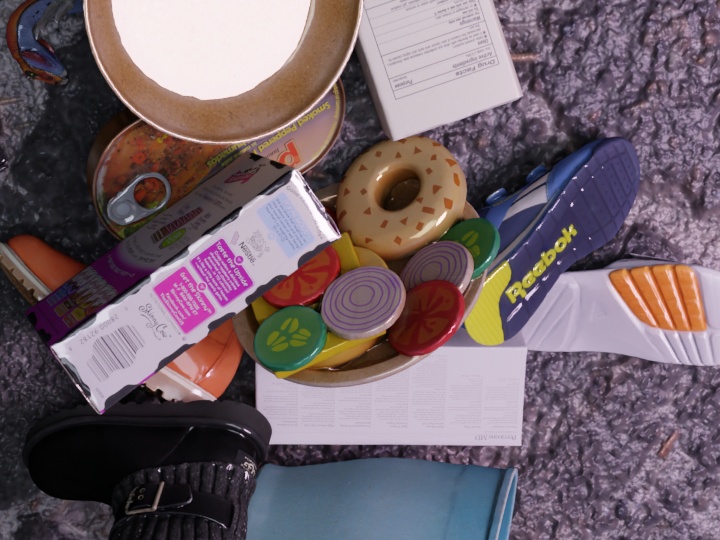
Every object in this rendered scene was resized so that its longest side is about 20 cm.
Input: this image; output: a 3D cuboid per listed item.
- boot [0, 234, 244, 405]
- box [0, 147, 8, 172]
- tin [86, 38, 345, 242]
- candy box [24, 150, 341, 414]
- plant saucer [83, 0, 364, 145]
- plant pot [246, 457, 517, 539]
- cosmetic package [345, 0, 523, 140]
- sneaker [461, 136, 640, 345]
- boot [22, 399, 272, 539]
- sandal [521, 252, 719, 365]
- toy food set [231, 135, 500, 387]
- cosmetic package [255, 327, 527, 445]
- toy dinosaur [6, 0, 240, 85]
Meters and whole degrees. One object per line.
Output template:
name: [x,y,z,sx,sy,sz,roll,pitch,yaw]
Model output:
boot: [-0.171,0.017,1.372,0.200,0.075,0.107,34,81,-8]
box: [-0.363,-0.120,1.299,0.160,0.044,0.200,-34,103,-31]
tin: [-0.105,-0.094,1.346,0.200,0.042,0.112,-33,120,-4]
candy box: [-0.124,0.004,1.269,0.200,0.136,0.061,-37,107,-8]
plant saucer: [-0.095,-0.187,1.265,0.200,0.035,0.200,-7,107,-23]
plant pot: [0.004,0.225,1.366,0.188,0.200,0.200,11,99,9]
cosmetic package: [0.035,-0.204,1.341,0.105,0.071,0.200,-18,101,-2]
sneaker: [0.125,-0.034,1.378,0.200,0.082,0.074,-41,126,-19]
boot: [-0.167,0.175,1.318,0.211,0.158,0.079,-9,140,29]
sandal: [0.198,0.022,1.407,0.206,0.059,0.079,3,111,16]
toy food set: [0.000,0.000,1.324,0.200,0.198,0.049,-24,137,1]
cosmetic package: [0.021,0.085,1.395,0.200,0.051,0.083,1,109,-3]
toy dinosaur: [-0.164,-0.201,1.340,0.181,0.200,0.105,-6,134,22]
